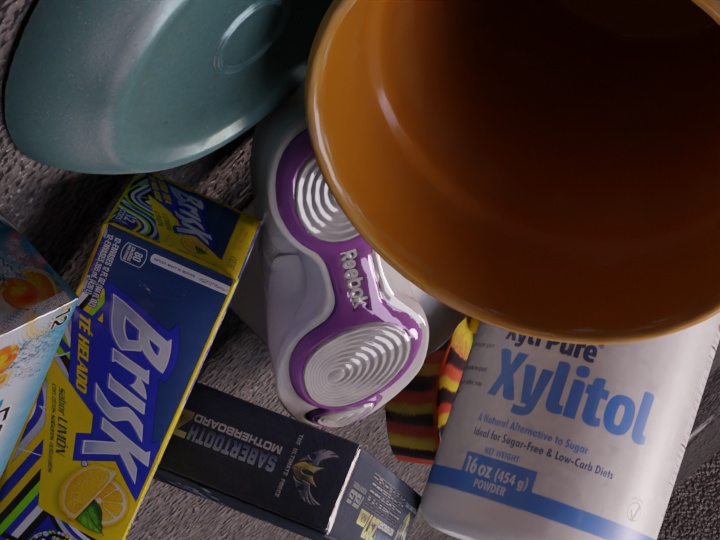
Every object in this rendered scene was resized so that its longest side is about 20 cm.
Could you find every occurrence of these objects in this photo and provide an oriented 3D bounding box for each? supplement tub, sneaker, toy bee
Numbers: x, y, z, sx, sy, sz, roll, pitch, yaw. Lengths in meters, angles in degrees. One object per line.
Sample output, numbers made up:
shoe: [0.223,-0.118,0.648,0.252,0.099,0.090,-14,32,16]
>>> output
supplement tub: [0.122,0.064,1.165,0.132,0.132,0.200,42,65,-73]
sneaker: [-0.012,-0.014,0.992,0.075,0.100,0.200,-8,130,-8]
toy bee: [0.049,0.012,1.276,0.131,0.200,0.109,-13,135,12]

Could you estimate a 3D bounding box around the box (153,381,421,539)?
box: [-0.060,0.100,1.096,0.200,0.157,0.051,51,59,-74]

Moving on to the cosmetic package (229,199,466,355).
cosmetic package: [0.000,0.000,1.141,0.113,0.081,0.200,-45,164,2]

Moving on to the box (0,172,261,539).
box: [-0.113,0.059,0.951,0.070,0.064,0.200,-74,-173,-64]

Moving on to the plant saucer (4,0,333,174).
plant saucer: [-0.053,-0.105,0.846,0.200,0.036,0.200,-39,163,-15]

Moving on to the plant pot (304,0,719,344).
plant pot: [0.101,-0.103,0.882,0.200,0.200,0.183,-61,180,44]

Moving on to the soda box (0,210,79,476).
soda box: [-0.187,0.063,0.884,0.068,0.064,0.200,-28,158,-43]
